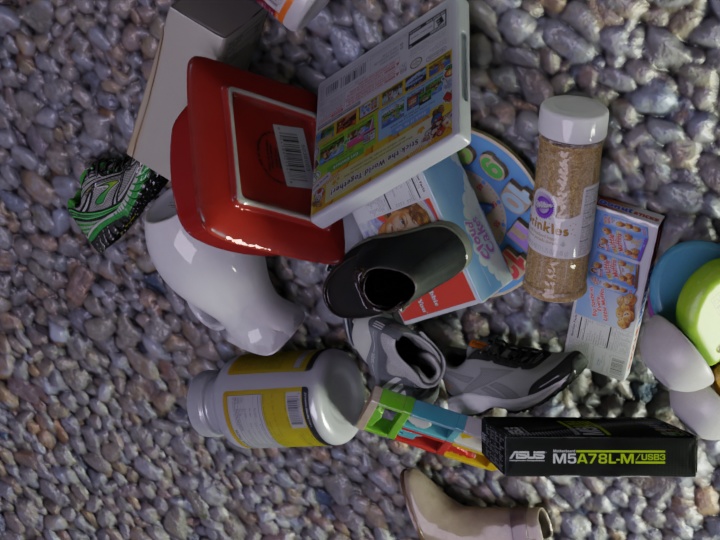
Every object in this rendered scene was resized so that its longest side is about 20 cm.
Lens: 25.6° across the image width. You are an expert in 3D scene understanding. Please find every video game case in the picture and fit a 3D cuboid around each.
[{"bbox_3d":[0.029,-0.156,1.568,0.199,0.183,0.023,-28,135,36],"label":"video game case"}]

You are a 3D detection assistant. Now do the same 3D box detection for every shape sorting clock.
[{"bbox_3d":[0.105,-0.060,1.675,0.199,0.039,0.201,14,125,20],"label":"shape sorting clock"}]

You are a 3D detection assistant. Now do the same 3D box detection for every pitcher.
[{"bbox_3d":[-0.176,-0.003,1.826,0.171,0.121,0.201,0,132,46],"label":"pitcher"}]

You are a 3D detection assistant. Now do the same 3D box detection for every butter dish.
[{"bbox_3d":[-0.129,-0.092,1.641,0.147,0.199,0.201,-27,62,41],"label":"butter dish"}]

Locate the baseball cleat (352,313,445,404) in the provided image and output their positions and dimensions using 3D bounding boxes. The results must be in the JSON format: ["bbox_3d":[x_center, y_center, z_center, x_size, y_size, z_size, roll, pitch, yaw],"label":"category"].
[{"bbox_3d":[0.057,0.115,1.740,0.106,0.070,0.200,29,168,37],"label":"baseball cleat"}]

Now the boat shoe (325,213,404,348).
[{"bbox_3d":[0.000,0.000,1.736,0.070,0.071,0.202,35,143,52],"label":"boat shoe"}]

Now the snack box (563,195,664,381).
[{"bbox_3d":[0.261,0.021,1.650,0.071,0.024,0.201,20,127,19],"label":"snack box"}]

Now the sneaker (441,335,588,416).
[{"bbox_3d":[0.159,0.108,1.720,0.199,0.074,0.080,-13,104,46],"label":"sneaker"}]

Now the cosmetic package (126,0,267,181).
[{"bbox_3d":[-0.175,-0.203,1.695,0.073,0.104,0.201,30,128,9],"label":"cosmetic package"}]

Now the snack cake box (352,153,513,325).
[{"bbox_3d":[0.061,-0.055,1.638,0.115,0.067,0.201,-18,99,42],"label":"snack cake box"}]

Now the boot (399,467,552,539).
[{"bbox_3d":[0.150,0.303,1.873,0.145,0.070,0.201,-19,111,29],"label":"boot"}]

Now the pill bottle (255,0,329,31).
[{"bbox_3d":[-0.104,-0.340,1.560,0.200,0.114,0.114,41,130,0],"label":"pill bottle"}]

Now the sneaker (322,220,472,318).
[{"bbox_3d":[0.010,0.011,1.594,0.199,0.106,0.075,-26,95,44],"label":"sneaker"}]

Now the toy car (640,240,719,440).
[{"bbox_3d":[0.347,0.048,1.544,0.200,0.175,0.150,52,178,-43],"label":"toy car"}]

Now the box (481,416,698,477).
[{"bbox_3d":[0.228,0.179,1.624,0.192,0.200,0.048,3,90,-1],"label":"box"}]

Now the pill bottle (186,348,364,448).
[{"bbox_3d":[-0.103,0.153,1.878,0.199,0.112,0.113,-5,117,31],"label":"pill bottle"}]

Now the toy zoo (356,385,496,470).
[{"bbox_3d":[0.099,0.184,1.783,0.199,0.021,0.131,18,160,-2],"label":"toy zoo"}]

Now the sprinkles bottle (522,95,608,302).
[{"bbox_3d":[0.203,-0.070,1.580,0.068,0.068,0.201,13,118,21],"label":"sprinkles bottle"}]

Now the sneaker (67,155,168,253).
[{"bbox_3d":[-0.282,-0.101,1.835,0.085,0.078,0.200,45,131,-3],"label":"sneaker"}]
